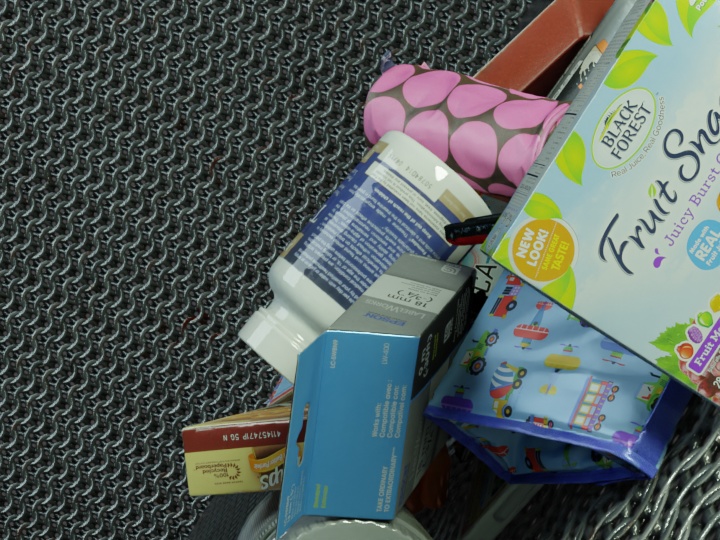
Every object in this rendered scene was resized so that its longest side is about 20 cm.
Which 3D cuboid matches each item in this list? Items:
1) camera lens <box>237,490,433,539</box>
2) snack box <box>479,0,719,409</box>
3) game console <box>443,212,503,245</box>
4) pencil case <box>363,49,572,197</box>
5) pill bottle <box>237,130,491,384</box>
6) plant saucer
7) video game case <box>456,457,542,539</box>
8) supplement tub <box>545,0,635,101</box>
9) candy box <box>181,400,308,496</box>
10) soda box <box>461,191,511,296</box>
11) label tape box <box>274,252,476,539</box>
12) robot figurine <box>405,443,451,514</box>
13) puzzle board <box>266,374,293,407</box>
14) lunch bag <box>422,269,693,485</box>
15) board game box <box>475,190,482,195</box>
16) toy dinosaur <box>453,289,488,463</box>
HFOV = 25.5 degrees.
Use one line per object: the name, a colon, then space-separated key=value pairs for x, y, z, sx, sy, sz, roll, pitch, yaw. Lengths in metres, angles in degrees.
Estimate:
camera lens: x=-0.016 y=0.240 z=1.192 sx=0.161 sy=0.159 sz=0.200 roll=-58 pitch=5 yaw=-2
snack box: x=0.191 y=-0.048 z=0.914 sx=0.201 sy=0.168 sz=0.068 roll=-57 pitch=4 yaw=2
game console: x=0.162 y=-0.089 z=1.086 sx=0.200 sy=0.171 sz=0.120 roll=174 pitch=87 yaw=-68
pencil case: x=0.095 y=-0.116 z=1.292 sx=0.094 sy=0.199 sz=0.091 roll=-43 pitch=-46 yaw=-27
pill bottle: x=0.000 y=0.000 z=1.230 sx=0.200 sy=0.111 sz=0.111 roll=-49 pitch=5 yaw=-4
plant saucer: x=0.155 y=-0.172 z=1.440 sx=0.200 sy=0.037 sz=0.199 roll=-43 pitch=-11 yaw=23
video game case: x=0.144 y=0.106 z=1.246 sx=0.182 sy=0.024 sz=0.200 roll=-55 pitch=7 yaw=33
supplement tub: x=0.221 y=-0.132 z=1.360 sx=0.200 sy=0.122 sz=0.123 roll=-56 pitch=6 yaw=25
candy box: x=-0.039 y=0.132 z=1.246 sx=0.200 sy=0.115 sz=0.056 roll=-7 pitch=-90 yaw=-65
soda box: x=0.110 y=0.018 z=1.355 sx=0.068 sy=0.063 sz=0.201 roll=-55 pitch=-17 yaw=-62
label tape box: x=0.015 y=0.090 z=1.103 sx=0.200 sy=0.063 sz=0.145 roll=-44 pitch=-35 yaw=-61
robot figurine: x=0.015 y=0.150 z=1.431 sx=0.200 sy=0.116 sz=0.144 roll=65 pitch=-174 yaw=-53
puzzle board: x=0.008 y=0.028 z=1.359 sx=0.200 sy=0.017 sz=0.151 roll=-35 pitch=15 yaw=31
lunch bag: x=0.157 y=0.058 z=1.044 sx=0.200 sy=0.094 sz=0.151 roll=-6 pitch=49 yaw=60
board game box: x=0.110 y=-0.016 z=1.478 sx=0.151 sy=0.046 sz=0.201 roll=-23 pitch=-49 yaw=-57
toy dinosaur: x=0.104 y=0.092 z=1.233 sx=0.200 sy=0.102 sz=0.137 roll=35 pitch=108 yaw=64
